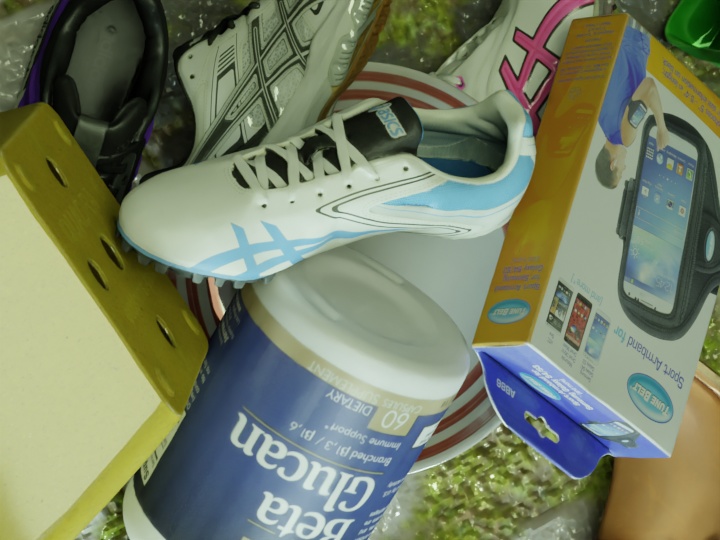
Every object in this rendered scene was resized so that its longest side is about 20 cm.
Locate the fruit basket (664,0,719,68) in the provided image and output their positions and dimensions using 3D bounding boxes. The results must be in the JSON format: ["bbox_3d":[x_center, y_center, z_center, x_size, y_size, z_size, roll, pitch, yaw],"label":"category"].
[{"bbox_3d":[0.229,-0.192,1.477,0.215,0.155,0.217,-7,105,-29],"label":"fruit basket"}]

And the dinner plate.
[{"bbox_3d":[0.000,0.000,1.433,0.199,0.024,0.201,1,93,10],"label":"dinner plate"}]

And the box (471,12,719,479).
[{"bbox_3d":[0.120,-0.006,1.402,0.119,0.041,0.201,37,60,-39],"label":"box"}]

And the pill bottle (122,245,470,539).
[{"bbox_3d":[-0.042,0.094,1.378,0.111,0.111,0.200,24,111,-15],"label":"pill bottle"}]

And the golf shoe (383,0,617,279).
[{"bbox_3d":[0.069,-0.086,1.458,0.092,0.073,0.201,14,87,-14],"label":"golf shoe"}]

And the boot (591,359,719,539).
[{"bbox_3d":[0.139,0.125,1.481,0.200,0.074,0.155,43,83,-9],"label":"boot"}]

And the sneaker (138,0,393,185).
[{"bbox_3d":[-0.042,-0.102,1.386,0.087,0.076,0.201,23,97,8],"label":"sneaker"}]

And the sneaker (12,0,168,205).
[{"bbox_3d":[-0.136,-0.050,1.383,0.069,0.099,0.201,15,85,-13],"label":"sneaker"}]

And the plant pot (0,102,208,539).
[{"bbox_3d":[-0.178,0.039,1.293,0.176,0.200,0.200,-31,99,10],"label":"plant pot"}]

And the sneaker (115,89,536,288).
[{"bbox_3d":[-0.015,-0.043,1.320,0.199,0.072,0.073,-11,134,-24],"label":"sneaker"}]
